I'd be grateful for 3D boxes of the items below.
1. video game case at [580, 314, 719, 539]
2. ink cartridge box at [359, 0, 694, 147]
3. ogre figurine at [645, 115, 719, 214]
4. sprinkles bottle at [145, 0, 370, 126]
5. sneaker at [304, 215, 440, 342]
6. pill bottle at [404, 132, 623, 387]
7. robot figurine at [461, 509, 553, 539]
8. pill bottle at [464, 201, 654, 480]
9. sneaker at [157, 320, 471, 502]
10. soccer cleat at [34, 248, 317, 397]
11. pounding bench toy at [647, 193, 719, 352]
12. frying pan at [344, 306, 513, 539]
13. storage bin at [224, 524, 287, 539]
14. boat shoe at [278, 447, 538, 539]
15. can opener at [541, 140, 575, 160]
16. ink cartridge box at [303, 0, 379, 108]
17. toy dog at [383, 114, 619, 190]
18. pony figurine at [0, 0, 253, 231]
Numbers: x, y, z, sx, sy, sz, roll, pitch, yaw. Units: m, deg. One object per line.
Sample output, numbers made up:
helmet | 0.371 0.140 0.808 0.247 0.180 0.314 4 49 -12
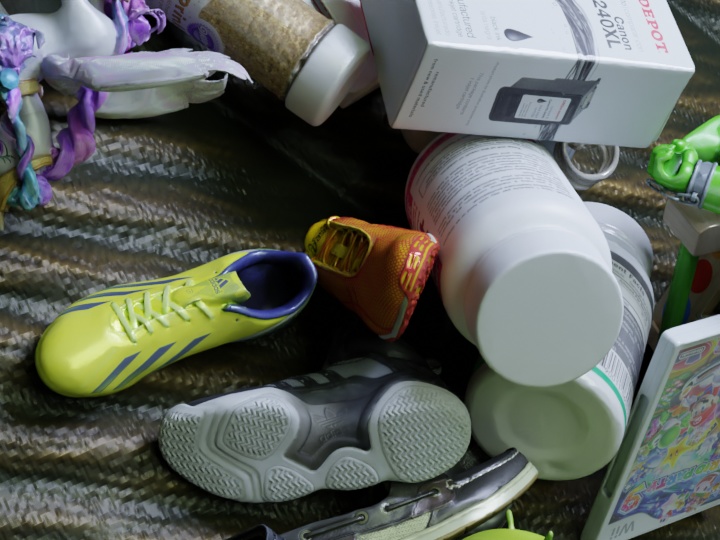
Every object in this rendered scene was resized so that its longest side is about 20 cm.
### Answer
video game case | 0.243 0.111 1.169 0.142 0.201 0.018 -13 44 -34
ink cartridge box | 0.111 -0.168 1.101 0.198 0.084 0.146 2 51 -20
ogre figurine | 0.300 -0.062 1.135 0.120 0.099 0.199 36 12 37
sprinkles bottle | -0.090 -0.181 1.095 0.199 0.068 0.068 36 52 3
sneaker | 0.000 0.000 1.051 0.077 0.200 0.073 25 84 -12
pill bottle | 0.100 -0.014 1.061 0.113 0.114 0.200 30 17 -22
robot figurine | 0.087 0.256 1.016 0.115 0.175 0.202 11 90 -18
pill bottle | 0.150 0.045 1.161 0.113 0.113 0.201 42 39 -13
sneaker | -0.033 0.090 1.053 0.198 0.076 0.114 -2 26 -6
soccer cleat | -0.113 0.025 1.013 0.199 0.084 0.065 -18 81 -39
pounding bench toy | 0.281 0.030 1.241 0.199 0.157 0.125 17 29 -28
frying pan | 0.061 0.101 1.146 0.114 0.031 0.192 -6 77 -39
storage bin | -0.079 0.261 0.904 0.094 0.135 0.201 36 54 -17
boat shoe | 0.027 0.158 1.054 0.200 0.072 0.066 -27 81 -25
can opener | 0.147 -0.109 1.288 0.066 0.053 0.201 18 54 9
ink cartridge box | 0.008 -0.204 1.208 0.200 0.067 0.118 -36 95 -40
toy dog | 0.096 -0.129 1.201 0.199 0.096 0.133 -4 103 -31
pony figurine | -0.179 -0.142 1.008 0.192 0.167 0.202 -16 90 -9
